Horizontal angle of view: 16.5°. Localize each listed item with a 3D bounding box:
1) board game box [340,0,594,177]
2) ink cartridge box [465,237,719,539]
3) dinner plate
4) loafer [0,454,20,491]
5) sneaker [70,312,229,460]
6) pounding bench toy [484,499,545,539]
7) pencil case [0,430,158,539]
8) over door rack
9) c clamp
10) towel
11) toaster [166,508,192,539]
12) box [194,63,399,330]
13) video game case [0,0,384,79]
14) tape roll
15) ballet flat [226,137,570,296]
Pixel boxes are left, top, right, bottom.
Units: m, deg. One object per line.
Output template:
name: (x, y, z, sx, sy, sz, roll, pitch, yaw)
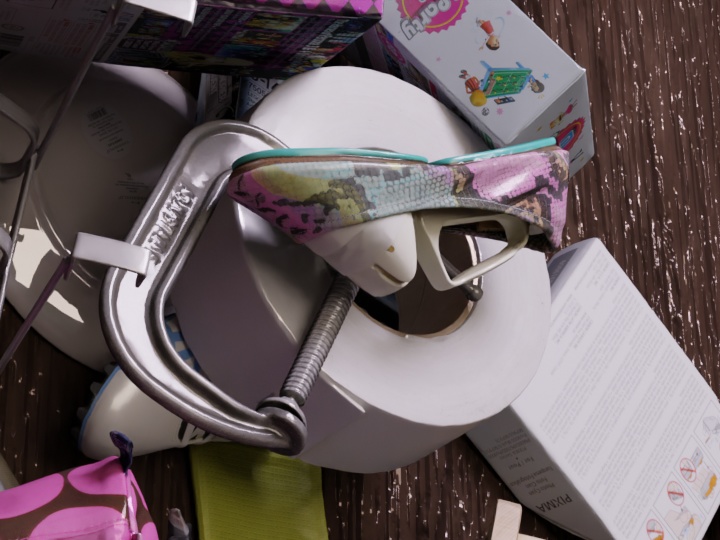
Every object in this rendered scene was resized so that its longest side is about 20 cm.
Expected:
board game box: (0.038, -0.132, 1.387, 0.064, 0.148, 0.200, -43, 74, -6)
ink cartridge box: (0.154, 0.104, 1.484, 0.200, 0.047, 0.160, 53, 42, -14)
dinner plate: (-0.124, -0.037, 1.316, 0.199, 0.024, 0.201, 23, 52, -32)
loafer: (-0.155, 0.148, 1.136, 0.070, 0.075, 0.201, -51, 119, -76)
sneaker: (-0.065, 0.060, 1.271, 0.072, 0.072, 0.199, 38, 33, 27)
pounding bench toy: (0.102, 0.239, 1.303, 0.155, 0.201, 0.125, 14, 48, 1)
pencil case: (-0.183, 0.132, 1.042, 0.199, 0.094, 0.091, -13, 100, -6)
over door rack: (-0.156, -0.036, 1.147, 0.066, 0.200, 0.149, 22, 58, -25)
c clamp: (-0.033, 0.012, 1.169, 0.171, 0.027, 0.200, 44, 46, -11)
towel: (-0.043, 0.183, 1.268, 0.086, 0.018, 0.201, 13, 58, -39)
toaster: (-0.036, 0.242, 1.107, 0.200, 0.118, 0.181, 60, 43, -36)
box: (-0.010, -0.039, 1.390, 0.200, 0.040, 0.138, 34, 44, -34)
video game case: (-0.095, -0.132, 1.230, 0.180, 0.200, 0.036, 6, 85, -11)
tape roll: (0.000, 0.000, 1.271, 0.202, 0.071, 0.204, 20, 55, -31)
ballet flat: (0.027, -0.025, 1.187, 0.199, 0.069, 0.072, -4, 83, -39)
